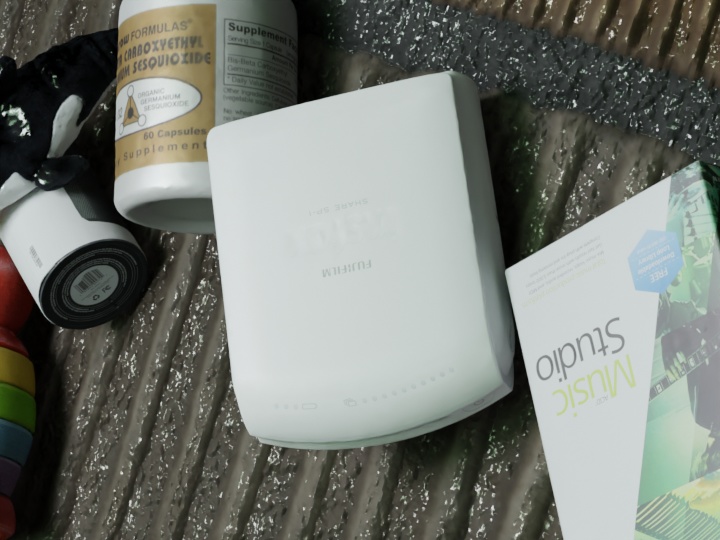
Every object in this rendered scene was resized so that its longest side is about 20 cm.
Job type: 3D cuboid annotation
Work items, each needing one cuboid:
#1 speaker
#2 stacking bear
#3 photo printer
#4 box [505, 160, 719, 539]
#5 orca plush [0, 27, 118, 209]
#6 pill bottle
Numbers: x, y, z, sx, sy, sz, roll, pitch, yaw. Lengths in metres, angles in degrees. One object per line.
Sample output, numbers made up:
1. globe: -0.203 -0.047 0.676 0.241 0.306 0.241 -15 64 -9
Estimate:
1. speaker: -0.221 -0.052 1.593 0.081 0.081 0.200 -56 46 23
2. stacking bear: -0.278 0.078 1.602 0.114 0.121 0.201 -10 67 48
3. photo printer: 0.000 0.000 1.309 0.166 0.069 0.201 -12 71 14
4. box: 0.153 0.063 1.195 0.144 0.036 0.201 -32 61 39
5. orca plush: -0.213 -0.115 1.535 0.200 0.071 0.105 -32 51 -1
6. pill bottle: -0.096 -0.131 1.450 0.114 0.114 0.201 -13 73 45
